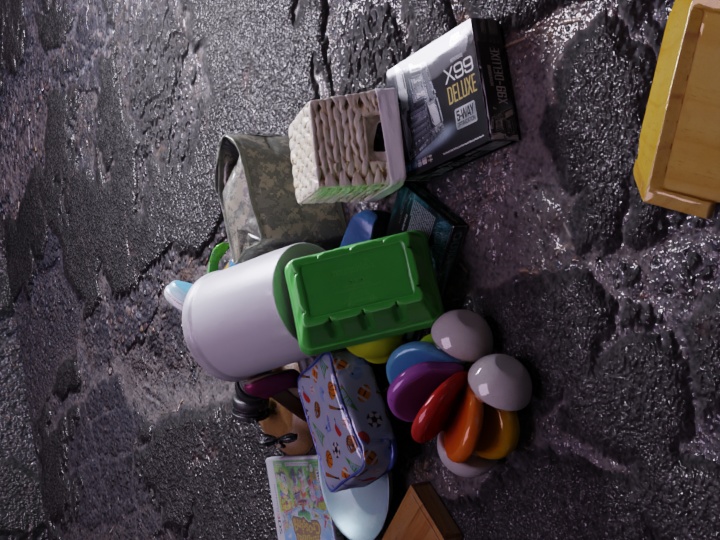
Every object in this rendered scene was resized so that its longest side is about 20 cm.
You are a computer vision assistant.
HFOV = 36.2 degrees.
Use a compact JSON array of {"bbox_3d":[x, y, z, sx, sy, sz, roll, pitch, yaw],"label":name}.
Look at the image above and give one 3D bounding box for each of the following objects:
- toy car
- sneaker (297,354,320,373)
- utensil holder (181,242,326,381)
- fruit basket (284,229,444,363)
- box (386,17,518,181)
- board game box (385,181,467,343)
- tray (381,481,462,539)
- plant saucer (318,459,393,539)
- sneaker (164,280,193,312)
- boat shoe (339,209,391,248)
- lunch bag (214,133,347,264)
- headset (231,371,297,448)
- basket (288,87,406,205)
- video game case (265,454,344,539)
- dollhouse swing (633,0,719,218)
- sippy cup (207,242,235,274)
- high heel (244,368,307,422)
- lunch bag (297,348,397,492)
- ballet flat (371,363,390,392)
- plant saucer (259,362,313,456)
[{"bbox_3d":[0.107,0.159,1.390,0.200,0.149,0.176,53,135,40],"label":"toy car"},{"bbox_3d":[-0.069,0.078,1.738,0.075,0.082,0.201,86,175,-48],"label":"sneaker"},{"bbox_3d":[-0.132,0.061,1.599,0.200,0.170,0.171,-19,77,41],"label":"utensil holder"},{"bbox_3d":[0.008,0.041,1.483,0.215,0.215,0.156,-31,68,54],"label":"fruit basket"},{"bbox_3d":[0.115,-0.216,1.429,0.200,0.050,0.159,-19,77,57],"label":"box"},{"bbox_3d":[0.075,-0.006,1.532,0.135,0.028,0.201,45,129,44],"label":"board game box"},{"bbox_3d":[0.072,0.406,1.576,0.099,0.037,0.201,56,137,38],"label":"tray"},{"bbox_3d":[0.001,0.310,1.674,0.201,0.039,0.202,9,101,56],"label":"plant saucer"},{"bbox_3d":[-0.207,0.023,1.764,0.080,0.199,0.131,-73,2,-73],"label":"sneaker"},{"bbox_3d":[0.000,0.000,1.621,0.084,0.068,0.200,50,129,24],"label":"boat shoe"},{"bbox_3d":[-0.131,-0.119,1.716,0.118,0.163,0.201,-35,64,51],"label":"lunch bag"},{"bbox_3d":[-0.167,0.209,1.842,0.124,0.094,0.200,102,158,-44],"label":"headset"},{"bbox_3d":[-0.024,-0.167,1.530,0.200,0.123,0.136,164,99,-76],"label":"basket"},{"bbox_3d":[-0.093,0.401,1.839,0.200,0.022,0.183,-17,81,56],"label":"video game case"},{"bbox_3d":[0.374,-0.157,1.049,0.182,0.175,0.201,-62,-19,-70],"label":"dollhouse swing"},{"bbox_3d":[-0.185,0.029,1.861,0.131,0.177,0.140,-59,4,27],"label":"sippy cup"},{"bbox_3d":[-0.107,0.203,1.700,0.067,0.200,0.097,-17,80,32],"label":"high heel"},{"bbox_3d":[-0.024,0.214,1.600,0.160,0.075,0.201,-49,53,55],"label":"lunch bag"},{"bbox_3d":[0.032,0.153,1.600,0.200,0.046,0.068,-2,91,57],"label":"ballet flat"},{"bbox_3d":[-0.135,0.220,1.877,0.200,0.035,0.201,10,102,56],"label":"plant saucer"}]
